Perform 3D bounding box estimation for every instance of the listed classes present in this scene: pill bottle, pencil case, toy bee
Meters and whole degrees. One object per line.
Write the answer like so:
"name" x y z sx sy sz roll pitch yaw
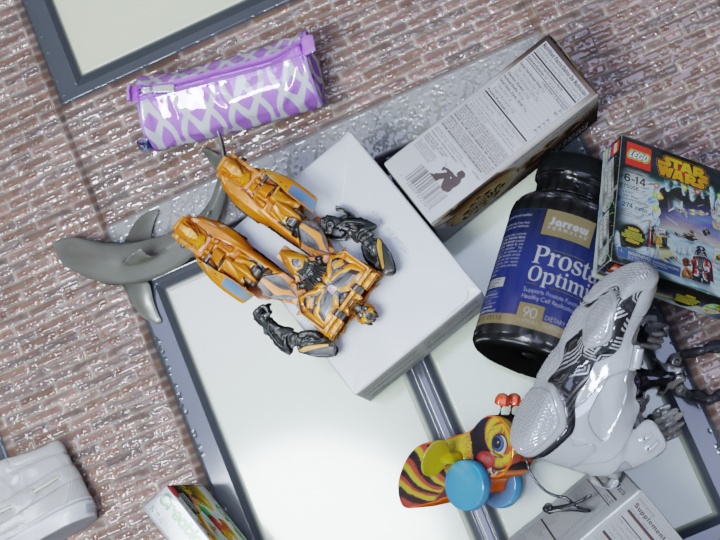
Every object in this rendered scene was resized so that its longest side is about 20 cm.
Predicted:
"pill bottle" 0.184 -0.005 1.395 0.111 0.112 0.201 15 73 10
"pencil case" -0.134 -0.183 1.487 0.199 0.086 0.084 -15 53 4
"toy bee" 0.124 0.170 1.379 0.199 0.131 0.109 -4 82 21

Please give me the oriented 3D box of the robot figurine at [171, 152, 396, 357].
"robot figurine" -0.068 -0.012 1.354 0.200 0.058 0.145 35 89 12

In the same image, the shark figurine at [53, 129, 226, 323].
"shark figurine" -0.198 -0.035 1.477 0.214 0.089 0.128 -33 80 5

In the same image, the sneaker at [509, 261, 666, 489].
"sneaker" 0.226 0.096 1.296 0.115 0.075 0.200 30 97 -14

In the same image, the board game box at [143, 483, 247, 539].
"board game box" -0.117 0.289 1.400 0.035 0.126 0.200 -41 79 2

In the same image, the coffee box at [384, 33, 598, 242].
"coffee box" 0.129 -0.125 1.426 0.200 0.113 0.080 -38 79 1

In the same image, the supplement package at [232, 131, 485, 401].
"supplement package" 0.000 0.000 1.429 0.156 0.111 0.200 -39 78 2

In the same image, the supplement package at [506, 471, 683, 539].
"supplement package" 0.197 0.285 1.346 0.200 0.114 0.110 -40 101 2

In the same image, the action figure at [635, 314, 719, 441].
"action figure" 0.280 0.099 1.380 0.199 0.102 0.119 -12 82 3

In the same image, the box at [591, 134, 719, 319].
"box" 0.314 -0.030 1.361 0.199 0.040 0.137 18 60 -14

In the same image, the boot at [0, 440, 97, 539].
"boot" -0.368 0.249 1.478 0.200 0.074 0.096 -27 73 -4
